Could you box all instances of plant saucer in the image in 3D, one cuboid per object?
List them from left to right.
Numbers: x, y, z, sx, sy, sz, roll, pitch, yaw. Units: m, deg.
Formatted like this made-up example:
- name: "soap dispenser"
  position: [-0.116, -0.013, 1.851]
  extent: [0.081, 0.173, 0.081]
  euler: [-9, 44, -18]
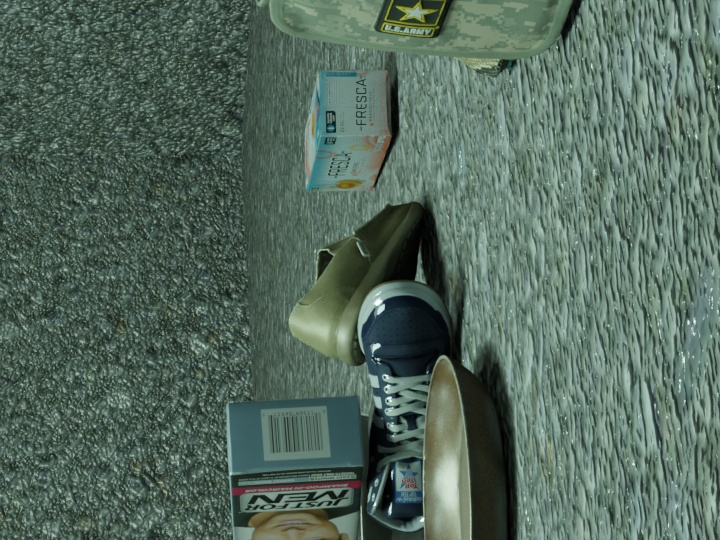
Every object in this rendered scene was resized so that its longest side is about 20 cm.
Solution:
- name: "plant saucer"
  position: [0.070, 0.157, 1.355]
  extent: [0.200, 0.032, 0.201]
  euler: [180, 90, -84]

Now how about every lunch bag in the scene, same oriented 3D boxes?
- name: "lunch bag"
  position: [0.027, -0.181, 1.126]
  extent: [0.200, 0.163, 0.118]
  euler: [-118, 34, -77]

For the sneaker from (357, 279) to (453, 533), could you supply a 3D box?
- name: "sneaker"
  position: [0.035, 0.107, 1.485]
  extent: [0.201, 0.070, 0.109]
  euler: [89, 179, -46]

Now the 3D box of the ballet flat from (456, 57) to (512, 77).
- name: "ballet flat"
  position: [0.050, -0.197, 1.319]
  extent: [0.068, 0.075, 0.201]
  euler: [98, 169, -48]

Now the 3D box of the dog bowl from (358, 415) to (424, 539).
- name: "dog bowl"
  position: [0.015, 0.219, 1.725]
  extent: [0.200, 0.058, 0.201]
  euler: [180, 90, -83]

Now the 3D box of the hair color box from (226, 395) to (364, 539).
- name: "hair color box"
  position: [-0.050, 0.165, 1.556]
  extent: [0.200, 0.098, 0.061]
  euler: [94, 173, -62]

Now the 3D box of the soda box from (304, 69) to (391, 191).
- name: "soda box"
  position: [-0.013, -0.127, 1.890]
  extent: [0.200, 0.068, 0.064]
  euler: [112, 156, -76]

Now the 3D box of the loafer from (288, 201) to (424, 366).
- name: "loafer"
  position: [0.000, 0.000, 1.588]
  extent: [0.200, 0.067, 0.076]
  euler: [-57, -23, -58]
